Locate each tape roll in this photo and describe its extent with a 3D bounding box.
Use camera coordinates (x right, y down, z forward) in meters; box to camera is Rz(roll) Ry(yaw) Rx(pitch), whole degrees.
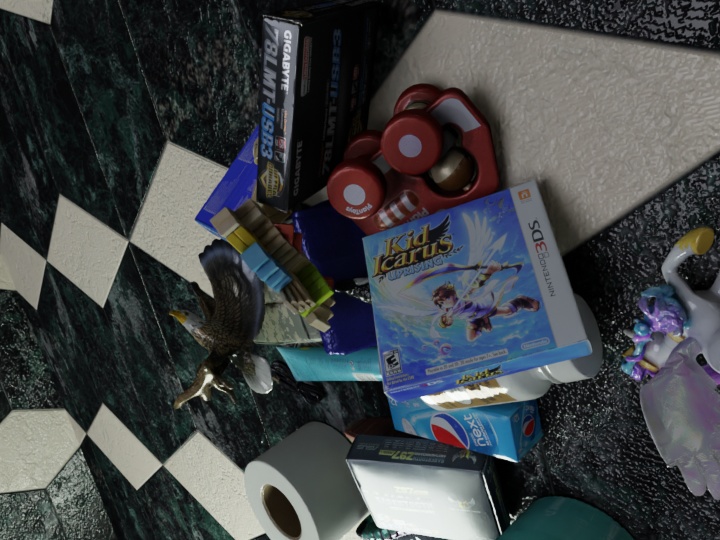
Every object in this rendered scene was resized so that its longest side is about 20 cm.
[{"bbox_3d":[-0.093,0.394,1.065,0.202,0.139,0.204,22,125,36],"label":"tape roll"}]

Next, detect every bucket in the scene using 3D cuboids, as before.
[{"bbox_3d":[0.244,0.390,0.717,0.206,0.134,0.209,23,125,37],"label":"bucket"}]

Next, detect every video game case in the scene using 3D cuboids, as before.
[{"bbox_3d":[0.108,0.020,0.607,0.199,0.045,0.182,-18,58,17],"label":"video game case"}]

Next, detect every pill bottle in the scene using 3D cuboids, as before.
[{"bbox_3d":[0.158,0.091,0.671,0.199,0.114,0.115,-21,94,43],"label":"pill bottle"}]

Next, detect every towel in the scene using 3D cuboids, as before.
[{"bbox_3d":[0.000,0.000,0.782,0.050,0.147,0.202,-144,41,-77],"label":"towel"}]

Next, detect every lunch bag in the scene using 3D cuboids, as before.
[{"bbox_3d":[-0.097,0.006,0.873,0.199,0.139,0.169,-6,111,48],"label":"lunch bag"}]

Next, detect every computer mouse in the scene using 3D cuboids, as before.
[{"bbox_3d":[-0.077,0.143,0.989,0.109,0.044,0.200,33,130,-1],"label":"computer mouse"}]

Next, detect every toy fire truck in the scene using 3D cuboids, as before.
[{"bbox_3d":[0.070,-0.100,0.677,0.200,0.112,0.168,-35,110,30],"label":"toy fire truck"}]

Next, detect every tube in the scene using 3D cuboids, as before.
[{"bbox_3d":[-0.040,0.146,0.920,0.199,0.050,0.078,-7,118,33],"label":"tube"}]

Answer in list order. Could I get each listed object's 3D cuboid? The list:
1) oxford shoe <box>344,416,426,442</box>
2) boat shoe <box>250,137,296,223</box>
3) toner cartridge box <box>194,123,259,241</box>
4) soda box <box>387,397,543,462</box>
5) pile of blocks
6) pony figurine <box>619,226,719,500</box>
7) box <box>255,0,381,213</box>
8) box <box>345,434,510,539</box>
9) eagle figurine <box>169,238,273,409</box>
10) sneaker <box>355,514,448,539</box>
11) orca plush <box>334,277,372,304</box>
[{"bbox_3d":[0.055,0.279,0.908,0.199,0.070,0.075,5,115,44],"label":"oxford shoe"},{"bbox_3d":[-0.101,-0.143,0.750,0.064,0.201,0.072,15,161,17],"label":"boat shoe"},{"bbox_3d":[-0.136,-0.129,0.823,0.095,0.201,0.043,25,168,37],"label":"toner cartridge box"},{"bbox_3d":[0.132,0.187,0.784,0.199,0.068,0.065,0,109,46],"label":"soda box"},{"bbox_3d":[-0.078,-0.007,0.669,0.200,0.062,0.082,47,-175,-39],"label":"pile of blocks"},{"bbox_3d":[0.311,0.067,0.502,0.194,0.165,0.201,-110,24,-46],"label":"pony figurine"},{"bbox_3d":[-0.045,-0.194,0.676,0.049,0.199,0.201,18,123,17],"label":"box"},{"bbox_3d":[0.095,0.304,0.825,0.199,0.051,0.159,-4,122,27],"label":"box"},{"bbox_3d":[-0.196,0.074,0.832,0.151,0.201,0.151,-9,135,15],"label":"eagle figurine"},{"bbox_3d":[0.071,0.439,0.971,0.200,0.074,0.088,-33,90,48],"label":"sneaker"},{"bbox_3d":[0.069,0.027,0.696,0.198,0.071,0.106,0,140,1],"label":"orca plush"}]
